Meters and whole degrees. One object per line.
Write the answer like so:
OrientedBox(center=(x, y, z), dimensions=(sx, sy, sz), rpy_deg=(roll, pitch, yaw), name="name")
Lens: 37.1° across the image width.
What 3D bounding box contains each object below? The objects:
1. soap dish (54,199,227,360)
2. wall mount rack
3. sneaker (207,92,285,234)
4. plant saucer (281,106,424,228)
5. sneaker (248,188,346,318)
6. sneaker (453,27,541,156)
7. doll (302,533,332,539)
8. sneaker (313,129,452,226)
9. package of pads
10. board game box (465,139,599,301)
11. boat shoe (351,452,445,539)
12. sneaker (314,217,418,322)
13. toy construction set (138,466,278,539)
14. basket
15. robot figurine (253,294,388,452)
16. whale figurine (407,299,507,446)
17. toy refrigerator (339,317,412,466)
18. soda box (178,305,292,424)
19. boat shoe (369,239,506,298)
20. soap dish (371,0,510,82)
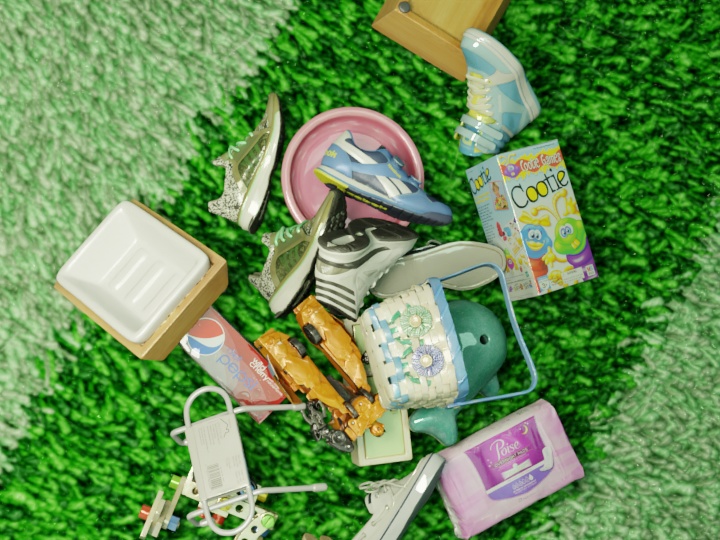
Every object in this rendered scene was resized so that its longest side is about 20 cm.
OrientedBox(center=(-0.277, 0.013, 1.376), dimensions=(0.200, 0.081, 0.157), rpy_deg=(31, 76, 36), name="soap dish")
OrientedBox(center=(-0.144, 0.238, 1.358), dimensions=(0.174, 0.075, 0.200), rpy_deg=(-18, 61, 2), name="wall mount rack")
OrientedBox(center=(-0.158, -0.155, 1.469), dimensions=(0.089, 0.077, 0.200), rpy_deg=(15, 81, -1), name="sneaker")
OrientedBox(center=(-0.013, -0.126, 1.501), dimensions=(0.200, 0.051, 0.201), rpy_deg=(1, 85, -10), name="plant saucer")
OrientedBox(center=(-0.091, -0.033, 1.432), dimensions=(0.089, 0.077, 0.200), rpy_deg=(35, 112, 9), name="sneaker")
OrientedBox(center=(0.169, -0.234, 1.490), dimensions=(0.131, 0.080, 0.200), rpy_deg=(-50, 136, -5), name="sneaker")
OrientedBox(center=(-0.109, 0.432, 1.412), dimensions=(0.200, 0.136, 0.048), rpy_deg=(-47, 55, 11), name="doll")
OrientedBox(center=(0.041, -0.121, 1.449), dimensions=(0.200, 0.074, 0.082), rpy_deg=(25, 79, -9), name="sneaker")
OrientedBox(center=(0.197, 0.275, 1.494), dimensions=(0.200, 0.076, 0.121), rpy_deg=(-26, 90, -12), name="package of pads")
OrientedBox(center=(0.240, -0.068, 1.510), dimensions=(0.103, 0.105, 0.200), rpy_deg=(-16, 89, -20), name="board game box")
OrientedBox(center=(0.033, 0.313, 1.447), dimensions=(0.086, 0.075, 0.202), rpy_deg=(35, 110, 14), name="boat shoe")
OrientedBox(center=(0.000, 0.000, 1.411), dimensions=(0.076, 0.200, 0.115), rpy_deg=(24, 113, 29), name="sneaker")
OrientedBox(center=(-0.193, 0.328, 1.417), dimensions=(0.200, 0.092, 0.131), rpy_deg=(24, 82, -19), name="toy construction set")
OrientedBox(center=(0.110, 0.095, 1.362), dimensions=(0.200, 0.139, 0.176), rpy_deg=(-15, 76, -14), name="basket")
OrientedBox(center=(-0.038, 0.139, 1.401), dimensions=(0.145, 0.058, 0.200), rpy_deg=(-39, 90, -21), name="robot figurine")
OrientedBox(center=(0.132, 0.134, 1.462), dimensions=(0.159, 0.104, 0.200), rpy_deg=(29, 66, -19), name="whale figurine")
OrientedBox(center=(0.019, 0.163, 1.474), dimensions=(0.076, 0.070, 0.200), rpy_deg=(-5, 86, -10), name="toy refrigerator")
OrientedBox(center=(-0.183, 0.112, 1.443), dimensions=(0.200, 0.063, 0.070), rpy_deg=(45, 81, -5), name="soda box")
OrientedBox(center=(0.102, -0.002, 1.503), dimensions=(0.200, 0.062, 0.075), rpy_deg=(-14, 102, -5), name="boat shoe")
OrientedBox(center=(0.133, -0.395, 1.534), dimensions=(0.157, 0.081, 0.200), rpy_deg=(30, 80, -7), name="soap dish")
